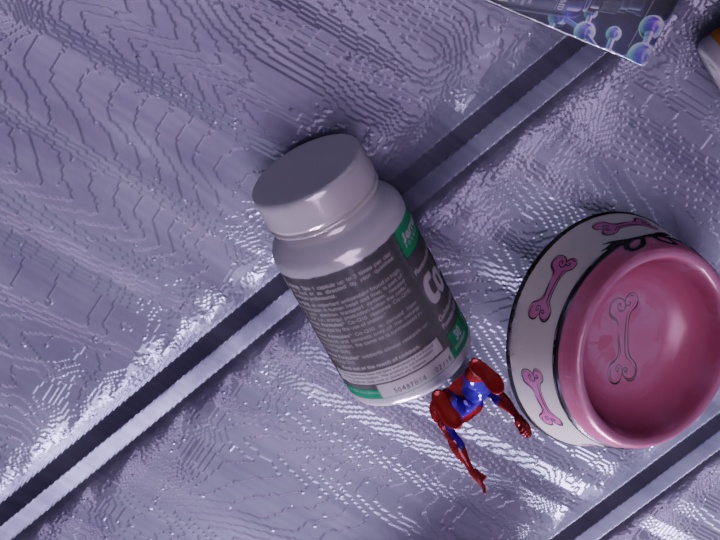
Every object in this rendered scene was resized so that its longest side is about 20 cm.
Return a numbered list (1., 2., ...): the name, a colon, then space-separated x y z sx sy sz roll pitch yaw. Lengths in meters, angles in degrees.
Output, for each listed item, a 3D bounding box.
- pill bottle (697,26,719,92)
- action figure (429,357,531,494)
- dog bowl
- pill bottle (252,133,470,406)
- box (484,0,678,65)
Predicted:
1. pill bottle: 0.372 -0.185 1.284 0.200 0.112 0.112 -34 117 8
2. action figure: 0.100 0.126 1.354 0.065 0.200 0.099 -37 86 -2
3. dog bowl: 0.220 0.056 1.361 0.200 0.074 0.201 -8 105 -31
4. pill bottle: 0.000 0.000 1.319 0.113 0.113 0.200 -26 118 5
5. box: 0.143 -0.263 1.210 0.199 0.107 0.149 19 112 -18
